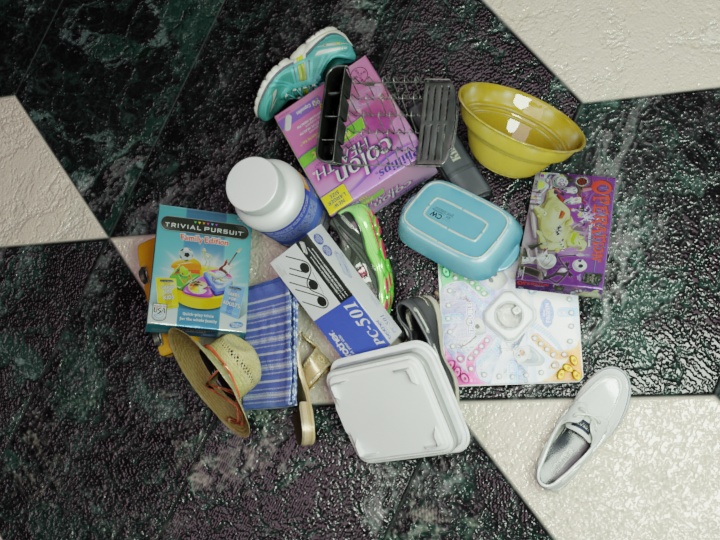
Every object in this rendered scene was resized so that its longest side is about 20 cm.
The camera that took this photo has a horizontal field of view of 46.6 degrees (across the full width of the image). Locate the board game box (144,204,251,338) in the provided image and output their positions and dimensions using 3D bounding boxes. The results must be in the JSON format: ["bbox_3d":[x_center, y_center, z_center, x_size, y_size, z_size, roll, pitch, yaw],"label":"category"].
[{"bbox_3d":[-0.253,0.003,1.323,0.151,0.047,0.200,7,67,-16],"label":"board game box"}]

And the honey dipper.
[{"bbox_3d":[0.089,0.086,1.263,0.038,0.038,0.200,41,91,20],"label":"honey dipper"}]

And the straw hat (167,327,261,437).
[{"bbox_3d":[-0.200,0.149,1.275,0.085,0.201,0.201,-35,68,-26],"label":"straw hat"}]

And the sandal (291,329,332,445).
[{"bbox_3d":[-0.073,0.163,1.291,0.070,0.078,0.212,-1,65,-18],"label":"sandal"}]

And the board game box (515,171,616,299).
[{"bbox_3d":[0.295,-0.055,1.197,0.120,0.032,0.200,9,57,13],"label":"board game box"}]

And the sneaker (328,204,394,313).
[{"bbox_3d":[0.000,0.000,1.272,0.084,0.077,0.200,-10,97,17],"label":"sneaker"}]

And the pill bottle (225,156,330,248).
[{"bbox_3d":[-0.126,-0.105,1.283,0.112,0.200,0.112,-3,78,16],"label":"pill bottle"}]

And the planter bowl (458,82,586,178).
[{"bbox_3d":[0.223,-0.194,1.236,0.200,0.200,0.084,36,126,20],"label":"planter bowl"}]

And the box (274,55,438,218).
[{"bbox_3d":[-0.007,-0.199,1.322,0.176,0.097,0.200,-32,72,8],"label":"box"}]

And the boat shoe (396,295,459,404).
[{"bbox_3d":[0.089,0.134,1.201,0.073,0.063,0.200,-18,76,41],"label":"boat shoe"}]

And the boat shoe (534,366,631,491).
[{"bbox_3d":[0.310,0.221,1.156,0.074,0.065,0.200,29,88,20],"label":"boat shoe"}]

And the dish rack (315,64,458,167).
[{"bbox_3d":[0.042,-0.222,1.233,0.200,0.055,0.154,4,80,17],"label":"dish rack"}]

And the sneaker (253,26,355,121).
[{"bbox_3d":[-0.095,-0.318,1.388,0.200,0.078,0.080,-41,79,5],"label":"sneaker"}]

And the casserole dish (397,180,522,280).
[{"bbox_3d":[0.141,-0.066,1.222,0.200,0.039,0.121,31,73,30],"label":"casserole dish"}]

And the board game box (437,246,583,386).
[{"bbox_3d":[0.216,0.065,1.214,0.200,0.026,0.200,-3,85,9],"label":"board game box"}]

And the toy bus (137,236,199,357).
[{"bbox_3d":[-0.309,0.041,1.372,0.065,0.078,0.200,-20,74,11],"label":"toy bus"}]

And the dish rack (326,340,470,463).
[{"bbox_3d":[0.043,0.197,1.189,0.200,0.044,0.172,-18,98,39],"label":"dish rack"}]

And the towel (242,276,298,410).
[{"bbox_3d":[-0.145,0.114,1.300,0.145,0.024,0.200,-15,72,49],"label":"towel"}]

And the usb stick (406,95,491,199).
[{"bbox_3d":[0.136,-0.186,1.308,0.055,0.033,0.200,-27,71,-2],"label":"usb stick"}]

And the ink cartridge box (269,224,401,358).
[{"bbox_3d":[-0.036,0.039,1.235,0.094,0.044,0.200,-35,94,38],"label":"ink cartridge box"}]
